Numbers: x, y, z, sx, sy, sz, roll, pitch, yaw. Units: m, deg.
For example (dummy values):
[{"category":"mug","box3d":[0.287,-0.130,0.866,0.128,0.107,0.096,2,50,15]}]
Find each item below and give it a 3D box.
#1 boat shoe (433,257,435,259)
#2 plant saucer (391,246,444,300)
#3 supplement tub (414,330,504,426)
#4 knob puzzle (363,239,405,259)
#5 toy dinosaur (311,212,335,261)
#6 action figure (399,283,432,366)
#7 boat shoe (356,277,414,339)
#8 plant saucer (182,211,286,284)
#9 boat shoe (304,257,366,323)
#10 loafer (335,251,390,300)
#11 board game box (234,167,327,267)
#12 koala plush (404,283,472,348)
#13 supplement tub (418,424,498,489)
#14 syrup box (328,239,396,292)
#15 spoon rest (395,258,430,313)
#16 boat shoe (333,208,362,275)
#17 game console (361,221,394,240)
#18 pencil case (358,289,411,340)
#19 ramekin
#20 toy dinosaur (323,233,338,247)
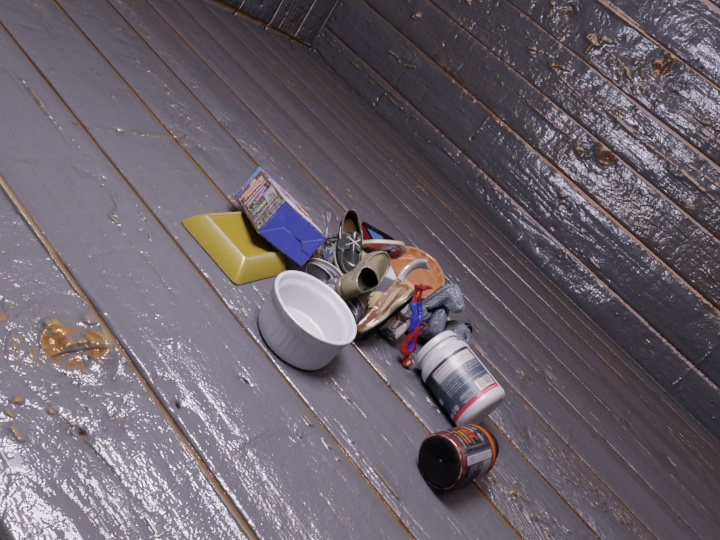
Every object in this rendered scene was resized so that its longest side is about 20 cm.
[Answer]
[{"category":"boat shoe","box3d":[0.219,0.012,1.817,0.075,0.068,0.201,51,21,-19]},{"category":"plant saucer","box3d":[0.167,0.013,1.717,0.196,0.038,0.203,13,48,-15]},{"category":"supplement tub","box3d":[0.235,0.261,1.322,0.139,0.141,0.201,5,41,-53]},{"category":"knob puzzle","box3d":[0.043,-0.047,1.563,0.217,0.217,0.031,15,69,-44]},{"category":"toy dinosaur","box3d":[-0.136,-0.059,1.452,0.103,0.205,0.181,6,2,-17]},{"category":"action figure","box3d":[0.132,0.137,1.336,0.051,0.204,0.065,18,11,20]},{"category":"boat shoe","box3d":[0.046,0.088,1.325,0.199,0.076,0.074,-36,77,-34]},{"category":"plant saucer","box3d":[-0.273,-0.068,1.258,0.200,0.049,0.199,46,23,13]},{"category":"boat shoe","box3d":[-0.065,0.051,1.331,0.200,0.073,0.063,47,24,1]},{"category":"loafer","box3d":[0.021,0.014,1.329,0.199,0.067,0.077,-40,117,-43]},{"category":"board game box","box3d":[-0.195,-0.130,1.331,0.159,0.097,0.200,41,6,-40]},{"category":"koala plush","box3d":[0.228,0.166,1.494,0.202,0.182,0.177,57,3,0]},{"category":"supplement tub","box3d":[0.210,0.374,1.128,0.198,0.107,0.108,9,37,-51]},{"category":"syrup box","box3d":[0.000,0.000,1.507,0.198,0.082,0.080,23,31,-35]},{"category":"spoon rest","box3d":[0.117,0.052,1.502,0.060,0.201,0.100,15,-31,38]},{"category":"boat shoe","box3d":[-0.028,-0.068,1.401,0.070,0.068,0.203,10,51,-13]},{"category":"game console","box3d":[0.086,-0.073,1.833,0.175,0.031,0.202,20,31,-39]},{"category":"pencil case","box3d":[0.043,0.093,1.401,0.199,0.078,0.090,40,63,2]},{"category":"ramekin","box3d":[-0.113,0.105,1.128,0.198,0.098,0.202,32,25,-16]},{"category":"toy dinosaur","box3d":[-0.060,-0.087,1.564,0.086,0.049,0.200,-3,-3,1]}]
